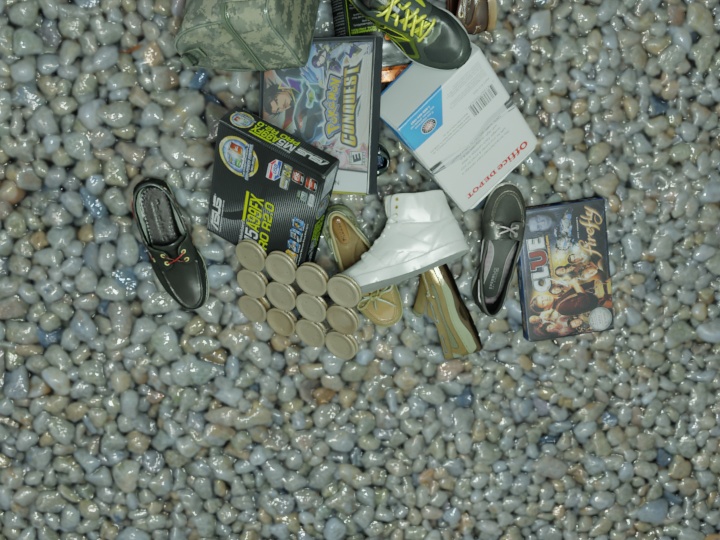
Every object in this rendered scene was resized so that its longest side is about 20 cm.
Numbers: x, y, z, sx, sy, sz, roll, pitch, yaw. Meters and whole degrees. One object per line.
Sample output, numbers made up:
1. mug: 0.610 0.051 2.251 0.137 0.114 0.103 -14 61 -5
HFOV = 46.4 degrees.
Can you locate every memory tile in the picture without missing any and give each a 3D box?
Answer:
1. memory tile: -0.088 0.041 1.177 0.199 0.017 0.154 20 133 20

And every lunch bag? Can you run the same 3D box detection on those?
1. lunch bag: -0.149 -0.360 1.077 0.167 0.139 0.201 0 71 20

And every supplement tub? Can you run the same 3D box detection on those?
1. supplement tub: 0.021 -0.354 1.128 0.122 0.123 0.202 -7 101 -3

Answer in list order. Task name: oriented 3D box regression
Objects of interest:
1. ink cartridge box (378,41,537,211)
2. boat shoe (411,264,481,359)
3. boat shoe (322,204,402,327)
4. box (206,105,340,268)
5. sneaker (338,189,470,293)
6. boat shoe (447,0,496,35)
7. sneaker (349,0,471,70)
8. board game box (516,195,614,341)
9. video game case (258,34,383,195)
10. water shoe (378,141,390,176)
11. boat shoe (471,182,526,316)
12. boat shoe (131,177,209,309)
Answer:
1. ink cartridge box: 0.131 -0.198 1.138 0.146 0.086 0.200 -44 137 4
2. boat shoe: 0.109 0.045 1.242 0.076 0.072 0.201 -22 102 12
3. boat shoe: 0.000 0.000 1.225 0.073 0.063 0.201 -32 102 2
4. box: -0.123 -0.099 1.129 0.160 0.044 0.201 29 136 9
5. sneaker: 0.039 -0.043 1.169 0.199 0.074 0.116 -21 81 0
6. boat shoe: 0.144 -0.426 1.149 0.070 0.070 0.202 -7 101 -7
7. sneaker: 0.045 -0.309 1.022 0.200 0.085 0.075 36 110 6
8. board game box: 0.304 -0.001 1.261 0.134 0.035 0.202 -9 101 -2
9. video game case: -0.057 -0.205 1.114 0.180 0.025 0.202 7 99 30
10. water shoe: -0.056 -0.167 1.180 0.198 0.079 0.072 1 101 -3
11. boat shoe: 0.203 -0.025 1.208 0.066 0.057 0.201 1 121 -10
12. boat shoe: -0.273 -0.033 1.201 0.073 0.063 0.203 -19 103 -2
